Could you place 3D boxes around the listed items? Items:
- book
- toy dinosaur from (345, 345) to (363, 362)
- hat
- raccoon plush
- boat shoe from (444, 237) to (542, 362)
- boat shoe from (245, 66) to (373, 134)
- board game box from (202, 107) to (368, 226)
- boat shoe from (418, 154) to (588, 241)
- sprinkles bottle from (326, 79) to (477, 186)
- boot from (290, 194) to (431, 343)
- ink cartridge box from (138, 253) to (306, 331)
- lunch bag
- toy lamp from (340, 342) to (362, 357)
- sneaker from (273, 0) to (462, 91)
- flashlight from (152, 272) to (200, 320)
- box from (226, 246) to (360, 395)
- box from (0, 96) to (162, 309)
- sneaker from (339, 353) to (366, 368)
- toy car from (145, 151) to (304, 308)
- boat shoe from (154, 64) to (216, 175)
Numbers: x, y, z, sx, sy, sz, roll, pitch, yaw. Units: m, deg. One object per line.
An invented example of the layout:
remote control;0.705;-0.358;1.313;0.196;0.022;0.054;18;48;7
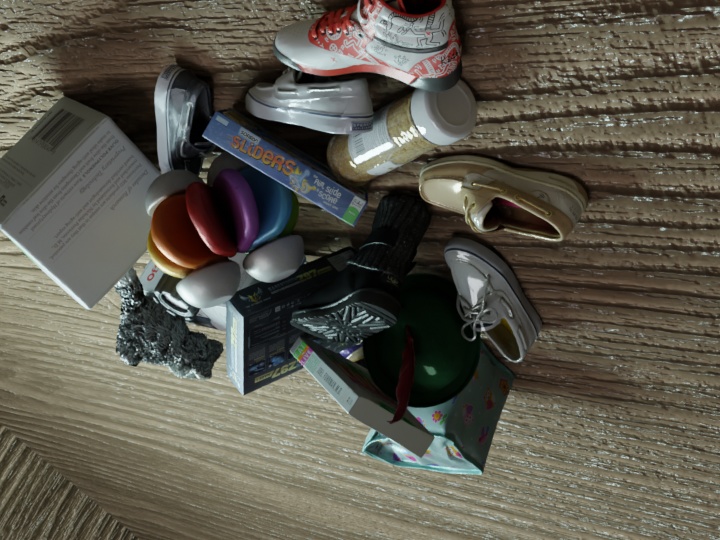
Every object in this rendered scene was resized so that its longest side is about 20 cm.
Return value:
book;-0.004;0.161;1.384;0.133;0.048;0.200;34;-178;-32
toy dinosaur;0.034;0.100;1.468;0.199;0.061;0.106;-21;145;14
hat;0.099;0.095;1.317;0.164;0.202;0.176;9;172;-13
raccoon plush;-0.270;0.085;1.489;0.133;0.097;0.200;13;152;13
boat shoe;0.157;0.049;1.346;0.074;0.086;0.202;2;142;41
boat shoe;-0.055;-0.195;1.168;0.199;0.073;0.066;18;114;43
board game box;-0.084;-0.124;1.258;0.199;0.035;0.135;31;-171;-6
boat shoe;0.145;-0.075;1.169;0.199;0.069;0.074;10;147;32
sprinkles bottle;0.040;-0.147;1.148;0.068;0.069;0.200;39;151;-20
boot;0.002;0.001;1.335;0.079;0.159;0.210;30;152;-28
ink cartridge box;-0.201;0.003;1.537;0.199;0.147;0.086;8;149;35
lunch bag;0.101;0.198;1.555;0.199;0.171;0.122;-7;137;44
toy lamp;0.015;0.078;1.561;0.058;0.058;0.200;30;155;-3
sneaker;0.001;-0.241;1.032;0.200;0.068;0.108;14;148;19
flashlight;-0.198;-0.032;1.417;0.067;0.201;0.068;27;154;1
box;-0.086;0.068;1.455;0.051;0.199;0.158;47;147;36
box;-0.381;-0.096;1.434;0.171;0.200;0.199;48;167;-34
sneaker;-0.061;0.129;1.700;0.082;0.072;0.200;3;143;42
toy car;-0.165;-0.065;1.312;0.176;0.199;0.150;65;164;12
boat shoe;-0.211;-0.172;1.345;0.067;0.072;0.201;24;145;12
